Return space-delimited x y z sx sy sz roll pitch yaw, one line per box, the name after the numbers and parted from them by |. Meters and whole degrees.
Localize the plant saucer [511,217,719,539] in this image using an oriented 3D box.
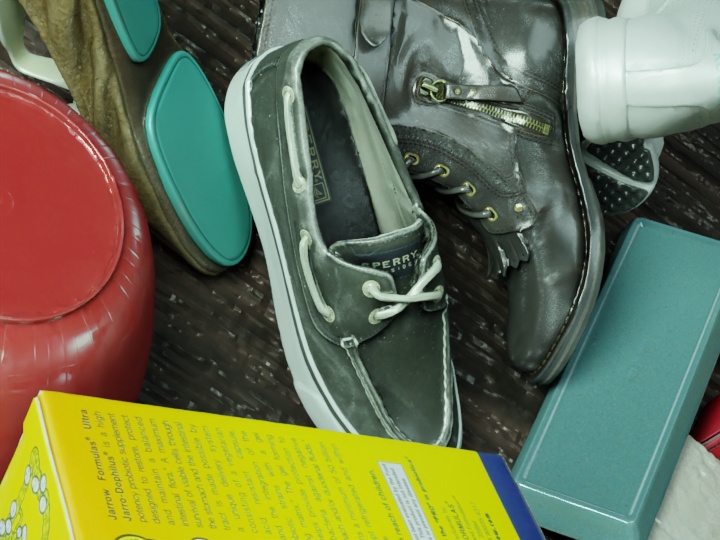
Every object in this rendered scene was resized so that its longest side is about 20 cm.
0.129 0.047 0.916 0.069 0.019 0.201 17 48 15 | plant saucer

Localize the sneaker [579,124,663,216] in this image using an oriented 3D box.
0.078 -0.117 0.976 0.200 0.074 0.080 49 33 -6 | sneaker

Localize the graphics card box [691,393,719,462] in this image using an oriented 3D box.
0.270 0.112 0.923 0.200 0.125 0.051 40 48 -7 | graphics card box

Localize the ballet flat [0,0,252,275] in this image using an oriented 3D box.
-0.107 -0.080 0.798 0.068 0.072 0.201 -69 148 -41 | ballet flat

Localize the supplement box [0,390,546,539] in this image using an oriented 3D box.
-0.034 0.130 0.693 0.198 0.109 0.110 10 33 -29 | supplement box

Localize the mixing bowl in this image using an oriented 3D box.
-0.152 -0.002 0.713 0.199 0.108 0.202 17 54 -25 | mixing bowl

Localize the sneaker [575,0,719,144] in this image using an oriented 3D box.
0.158 -0.095 0.876 0.200 0.088 0.076 -44 130 -65 | sneaker

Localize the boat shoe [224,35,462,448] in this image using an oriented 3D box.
0.000 0.000 0.817 0.070 0.064 0.202 -25 97 -30 | boat shoe

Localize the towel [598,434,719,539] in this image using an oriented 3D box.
0.185 0.171 0.892 0.200 0.034 0.133 39 47 -7 | towel

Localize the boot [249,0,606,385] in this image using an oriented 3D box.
0.022 -0.051 0.888 0.172 0.069 0.202 3 87 -13 | boot
